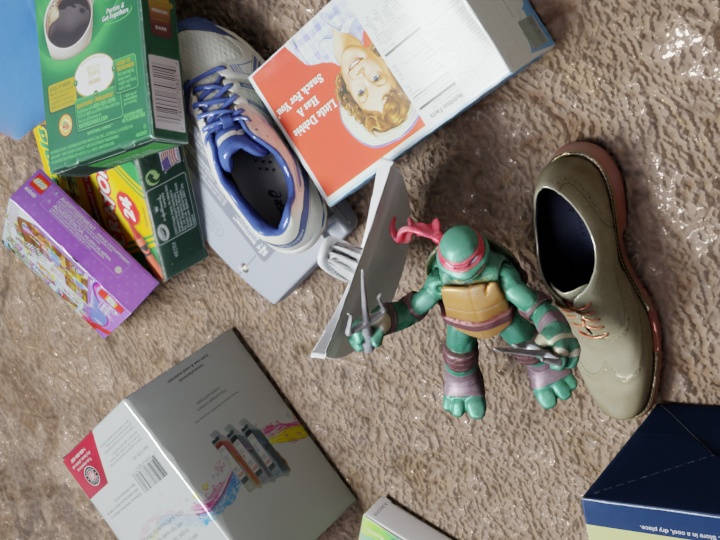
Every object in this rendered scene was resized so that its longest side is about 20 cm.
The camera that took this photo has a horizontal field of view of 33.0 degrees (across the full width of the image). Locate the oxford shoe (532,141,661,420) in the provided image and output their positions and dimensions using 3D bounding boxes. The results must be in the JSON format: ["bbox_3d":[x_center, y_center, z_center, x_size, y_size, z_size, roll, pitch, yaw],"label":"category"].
[{"bbox_3d":[0.152,0.019,0.824,0.070,0.074,0.202,-7,109,38],"label":"oxford shoe"}]

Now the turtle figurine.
[{"bbox_3d":[0.079,0.031,0.808,0.148,0.102,0.200,6,152,24],"label":"turtle figurine"}]

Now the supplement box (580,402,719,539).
[{"bbox_3d":[0.273,0.211,0.786,0.198,0.134,0.202,0,112,38],"label":"supplement box"}]

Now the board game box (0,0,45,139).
[{"bbox_3d":[-0.259,-0.206,1.023,0.199,0.039,0.160,-29,74,31],"label":"board game box"}]

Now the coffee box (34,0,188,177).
[{"bbox_3d":[-0.193,-0.183,0.924,0.122,0.044,0.203,-12,82,37],"label":"coffee box"}]

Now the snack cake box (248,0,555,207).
[{"bbox_3d":[0.023,-0.145,0.847,0.199,0.067,0.116,-32,93,44],"label":"snack cake box"}]

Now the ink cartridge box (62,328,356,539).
[{"bbox_3d":[-0.136,0.190,1.095,0.201,0.144,0.145,54,133,3],"label":"ink cartridge box"}]

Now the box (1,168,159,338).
[{"bbox_3d":[-0.254,-0.008,1.084,0.137,0.039,0.200,45,161,-7],"label":"box"}]

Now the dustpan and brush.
[{"bbox_3d":[0.000,0.000,0.883,0.057,0.200,0.141,18,86,17],"label":"dustpan and brush"}]

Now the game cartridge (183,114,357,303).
[{"bbox_3d":[-0.100,-0.078,1.003,0.201,0.040,0.133,52,130,5],"label":"game cartridge"}]

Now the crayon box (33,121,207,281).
[{"bbox_3d":[-0.222,-0.084,1.054,0.199,0.051,0.128,24,134,41],"label":"crayon box"}]

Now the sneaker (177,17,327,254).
[{"bbox_3d":[-0.088,-0.107,0.906,0.075,0.088,0.201,-33,85,7],"label":"sneaker"}]

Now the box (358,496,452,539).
[{"bbox_3d":[0.054,0.316,1.085,0.143,0.036,0.202,27,126,25],"label":"box"}]
